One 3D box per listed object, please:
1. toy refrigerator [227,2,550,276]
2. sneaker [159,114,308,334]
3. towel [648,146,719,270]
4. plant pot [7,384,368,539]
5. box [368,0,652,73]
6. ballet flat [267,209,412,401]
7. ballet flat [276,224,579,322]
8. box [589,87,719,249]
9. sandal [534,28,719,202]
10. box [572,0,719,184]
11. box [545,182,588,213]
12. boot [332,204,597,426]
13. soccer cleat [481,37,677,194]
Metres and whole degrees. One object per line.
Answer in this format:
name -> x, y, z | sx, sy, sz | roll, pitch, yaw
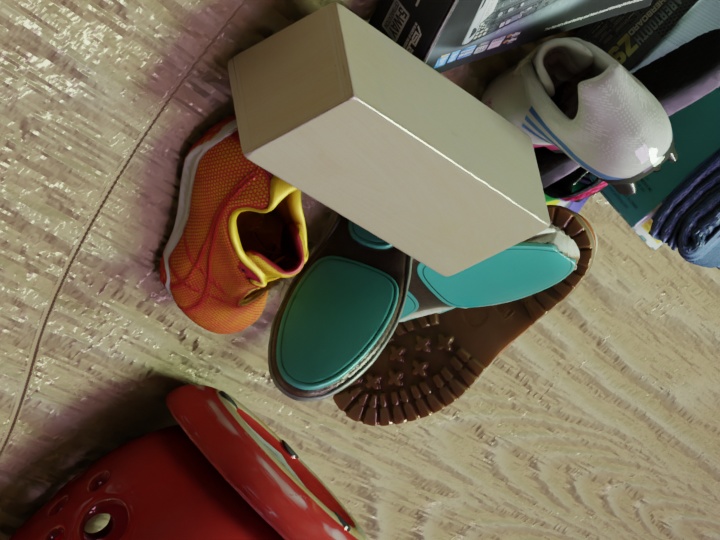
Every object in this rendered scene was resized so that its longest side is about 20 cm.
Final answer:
toy refrigerator -> 0.018, -0.072, 1.554 | 0.076, 0.070, 0.200 | -26, 148, 26
sneaker -> -0.069, -0.009, 1.612 | 0.073, 0.077, 0.200 | -34, 159, -19
towel -> 0.260, -0.049, 1.839 | 0.112, 0.049, 0.200 | -44, 161, 14
plant pot -> -0.101, 0.190, 1.780 | 0.182, 0.200, 0.200 | -44, 158, 1
box -> 0.115, -0.198, 1.578 | 0.200, 0.050, 0.158 | -20, 152, -39
ballet flat -> 0.000, 0.000, 1.661 | 0.064, 0.067, 0.201 | 103, 9, -65
ballet flat -> 0.035, -0.007, 1.725 | 0.199, 0.072, 0.072 | -17, 165, 19
box -> 0.245, -0.102, 1.841 | 0.200, 0.049, 0.082 | -42, 162, 5
sandal -> 0.153, -0.080, 1.728 | 0.199, 0.075, 0.045 | -28, 117, 8
box -> 0.197, -0.142, 1.822 | 0.200, 0.051, 0.158 | -46, 157, 14
box -> 0.055, -0.013, 1.846 | 0.200, 0.048, 0.117 | -14, 146, -46
boot -> 0.072, 0.029, 1.804 | 0.200, 0.075, 0.107 | -35, 179, 13
soccer cleat -> 0.120, -0.109, 1.663 | 0.070, 0.200, 0.086 | -38, 115, -11
